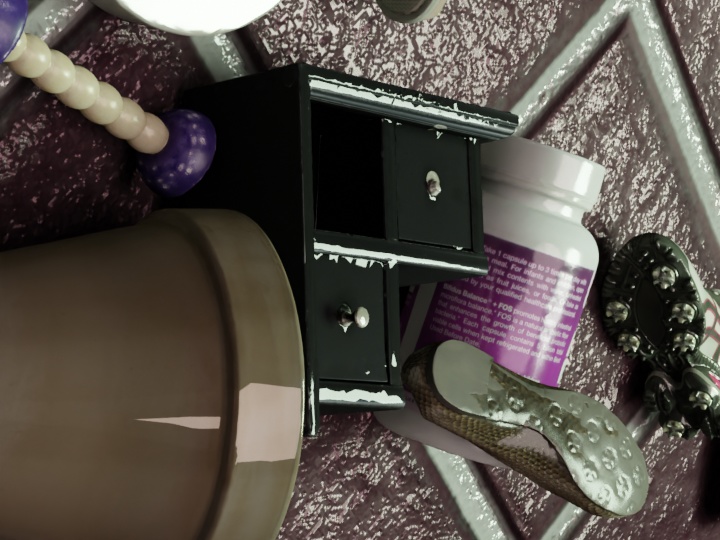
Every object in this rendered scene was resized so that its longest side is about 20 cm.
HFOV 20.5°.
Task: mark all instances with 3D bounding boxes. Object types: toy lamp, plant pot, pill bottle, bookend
[{"bbox_3d":[-0.154,-0.101,1.022,0.200,0.058,0.058,30,82,-48],"label":"toy lamp"},{"bbox_3d":[-0.149,0.063,1.012,0.173,0.200,0.201,3,103,-28],"label":"plant pot"},{"bbox_3d":[0.087,0.017,1.274,0.112,0.112,0.201,16,94,-48],"label":"pill bottle"},{"bbox_3d":[0.000,0.000,1.144,0.198,0.092,0.201,8,78,-48],"label":"bookend"}]

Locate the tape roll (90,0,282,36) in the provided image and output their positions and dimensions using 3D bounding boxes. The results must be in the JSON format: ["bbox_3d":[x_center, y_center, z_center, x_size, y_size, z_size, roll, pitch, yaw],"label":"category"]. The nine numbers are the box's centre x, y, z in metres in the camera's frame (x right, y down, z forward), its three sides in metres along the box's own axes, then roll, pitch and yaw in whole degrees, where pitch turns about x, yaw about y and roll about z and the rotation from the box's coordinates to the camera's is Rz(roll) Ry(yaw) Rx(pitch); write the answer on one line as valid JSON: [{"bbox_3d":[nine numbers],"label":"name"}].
[{"bbox_3d":[-0.086,-0.226,1.061,0.202,0.037,0.204,-18,116,-40],"label":"tape roll"}]

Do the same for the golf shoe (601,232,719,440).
[{"bbox_3d":[0.233,0.036,1.476,0.088,0.077,0.200,-63,144,-38],"label":"golf shoe"}]

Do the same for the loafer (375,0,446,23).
[{"bbox_3d":[0.053,-0.246,1.177,0.063,0.072,0.201,-8,107,-52],"label":"loafer"}]

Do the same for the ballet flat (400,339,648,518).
[{"bbox_3d":[0.099,0.098,1.212,0.200,0.046,0.068,29,56,-33],"label":"ballet flat"}]
